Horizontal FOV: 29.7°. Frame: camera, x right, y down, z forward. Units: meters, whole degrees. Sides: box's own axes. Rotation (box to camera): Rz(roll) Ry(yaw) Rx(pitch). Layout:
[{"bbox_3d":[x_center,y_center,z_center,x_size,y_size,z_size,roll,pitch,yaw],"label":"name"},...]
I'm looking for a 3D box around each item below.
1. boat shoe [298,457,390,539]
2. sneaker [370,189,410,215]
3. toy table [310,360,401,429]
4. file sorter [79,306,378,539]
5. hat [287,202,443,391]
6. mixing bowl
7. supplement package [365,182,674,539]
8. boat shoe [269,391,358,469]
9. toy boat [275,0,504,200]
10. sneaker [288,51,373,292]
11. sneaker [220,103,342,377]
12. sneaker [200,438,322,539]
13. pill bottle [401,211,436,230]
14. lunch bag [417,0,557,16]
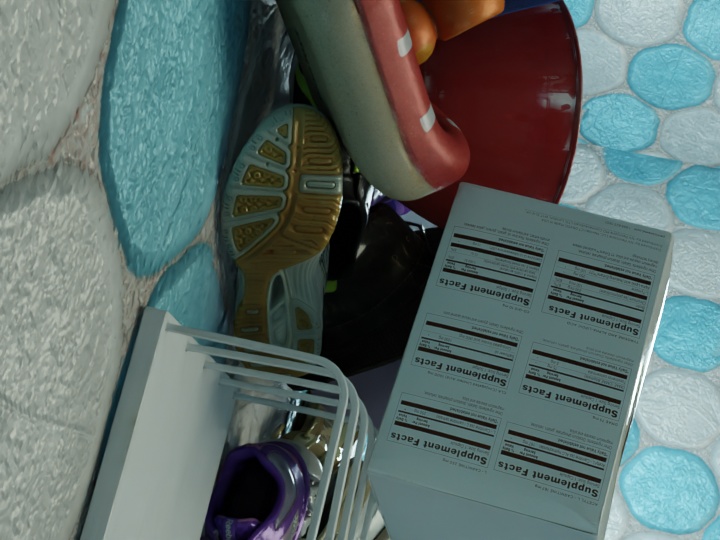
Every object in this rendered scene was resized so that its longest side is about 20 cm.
[{"bbox_3d":[-0.045,0.227,1.024,0.200,0.069,0.075,-46,-166,-32],"label":"boat shoe"},{"bbox_3d":[0.000,-0.079,1.144,0.084,0.080,0.200,-64,159,-3],"label":"sneaker"},{"bbox_3d":[0.063,0.091,1.124,0.117,0.199,0.185,32,77,-45],"label":"toy table"},{"bbox_3d":[-0.063,0.124,0.795,0.200,0.123,0.140,68,34,-72],"label":"file sorter"},{"bbox_3d":[0.000,0.000,1.062,0.081,0.199,0.201,56,31,-22],"label":"hat"},{"bbox_3d":[0.066,-0.116,0.990,0.200,0.107,0.203,-176,-90,-70],"label":"mixing bowl"},{"bbox_3d":[0.109,0.087,0.902,0.192,0.146,0.202,75,32,-65],"label":"supplement package"},{"bbox_3d":[-0.052,0.154,1.120,0.074,0.062,0.200,-54,175,18],"label":"boat shoe"},{"bbox_3d":[0.029,-0.145,0.831,0.131,0.130,0.201,-121,-172,-52],"label":"toy boat"},{"bbox_3d":[-0.011,-0.078,0.947,0.083,0.071,0.202,-116,-154,-55],"label":"sneaker"},{"bbox_3d":[-0.053,-0.029,0.888,0.088,0.075,0.202,-89,-173,-55],"label":"sneaker"},{"bbox_3d":[-0.082,0.208,0.946,0.089,0.080,0.202,59,37,-66],"label":"sneaker"},{"bbox_3d":[0.037,0.032,1.313,0.113,0.111,0.201,-69,166,-45],"label":"pill bottle"},{"bbox_3d":[0.067,-0.253,0.888,0.132,0.198,0.137,46,46,-39],"label":"lunch bag"}]
